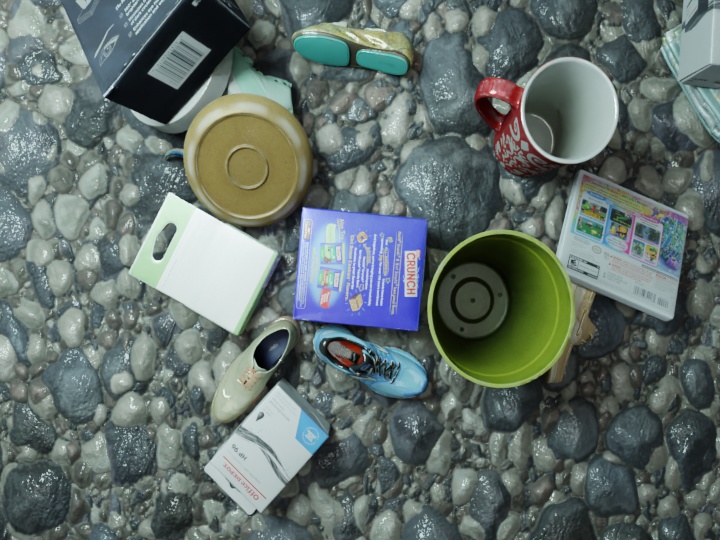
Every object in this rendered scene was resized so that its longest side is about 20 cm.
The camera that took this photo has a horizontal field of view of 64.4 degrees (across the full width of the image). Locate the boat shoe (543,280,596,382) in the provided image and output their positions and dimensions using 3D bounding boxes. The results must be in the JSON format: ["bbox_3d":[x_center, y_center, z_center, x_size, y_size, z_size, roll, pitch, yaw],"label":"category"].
[{"bbox_3d":[0.339,0.083,0.904,0.067,0.074,0.206,14,90,5],"label":"boat shoe"}]

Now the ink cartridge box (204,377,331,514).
[{"bbox_3d":[-0.153,0.289,0.903,0.116,0.068,0.201,42,90,0],"label":"ink cartridge box"}]

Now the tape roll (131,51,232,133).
[{"bbox_3d":[-0.281,-0.313,0.871,0.197,0.037,0.210,-4,81,27],"label":"tape roll"}]

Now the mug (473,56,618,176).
[{"bbox_3d":[0.258,-0.225,0.838,0.133,0.200,0.179,-40,90,0],"label":"mug"}]

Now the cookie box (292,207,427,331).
[{"bbox_3d":[0.000,0.000,0.899,0.193,0.075,0.177,6,90,0],"label":"cookie box"}]

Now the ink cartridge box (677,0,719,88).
[{"bbox_3d":[0.570,-0.387,0.852,0.140,0.084,0.207,5,89,-3],"label":"ink cartridge box"}]

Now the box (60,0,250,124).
[{"bbox_3d":[-0.286,-0.357,0.793,0.195,0.117,0.203,-39,69,18],"label":"box"}]

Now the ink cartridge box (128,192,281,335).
[{"bbox_3d":[-0.244,-0.010,0.910,0.196,0.048,0.148,29,90,0],"label":"ink cartridge box"}]

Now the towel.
[{"bbox_3d":[0.600,-0.334,0.917,0.169,0.048,0.203,-32,91,0],"label":"towel"}]

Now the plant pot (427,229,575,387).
[{"bbox_3d":[0.183,0.050,0.843,0.194,0.193,0.207,0,90,-1],"label":"plant pot"}]

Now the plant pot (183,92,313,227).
[{"bbox_3d":[-0.167,-0.156,0.849,0.193,0.028,0.206,-1,115,-3],"label":"plant pot"}]

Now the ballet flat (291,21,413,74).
[{"bbox_3d":[-0.010,-0.360,0.908,0.194,0.071,0.073,10,90,0],"label":"ballet flat"}]

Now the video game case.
[{"bbox_3d":[0.413,-0.042,0.900,0.195,0.024,0.186,22,70,-1],"label":"video game case"}]

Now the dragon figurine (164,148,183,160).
[{"bbox_3d":[-0.219,-0.154,0.904,0.193,0.059,0.103,-4,90,-2],"label":"dragon figurine"}]

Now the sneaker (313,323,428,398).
[{"bbox_3d":[0.014,0.151,0.893,0.195,0.090,0.080,21,90,-2],"label":"sneaker"}]

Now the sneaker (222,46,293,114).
[{"bbox_3d":[-0.176,-0.306,0.910,0.116,0.074,0.204,-10,67,-35],"label":"sneaker"}]

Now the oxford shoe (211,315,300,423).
[{"bbox_3d":[-0.172,0.157,0.899,0.070,0.074,0.202,35,90,-1],"label":"oxford shoe"}]
